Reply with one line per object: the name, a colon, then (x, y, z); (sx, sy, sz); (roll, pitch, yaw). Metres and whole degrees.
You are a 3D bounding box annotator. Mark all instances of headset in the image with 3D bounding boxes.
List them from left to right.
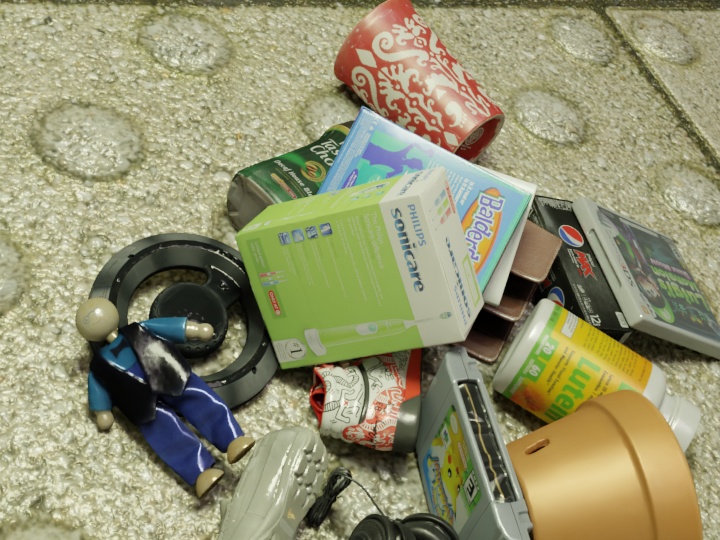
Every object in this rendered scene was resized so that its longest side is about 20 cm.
headset: (0.026, 0.251, 0.909); (0.123, 0.094, 0.200); (15, 28, -51)

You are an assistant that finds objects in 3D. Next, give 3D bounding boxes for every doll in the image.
doll: (-0.181, 0.101, 0.960); (0.137, 0.048, 0.200); (-45, 83, 0)

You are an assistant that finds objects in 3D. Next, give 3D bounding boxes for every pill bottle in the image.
pill bottle: (0.248, 0.127, 1.117); (0.199, 0.112, 0.111); (32, 45, 5)

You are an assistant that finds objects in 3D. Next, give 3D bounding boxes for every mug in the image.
mug: (0.093, -0.235, 1.359); (0.177, 0.134, 0.200); (-29, 70, -37)

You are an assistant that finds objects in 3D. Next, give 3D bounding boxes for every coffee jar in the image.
coffee jar: (-0.048, -0.095, 1.202); (0.104, 0.086, 0.199); (43, 47, 16)

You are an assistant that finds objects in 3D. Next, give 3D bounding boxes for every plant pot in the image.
plant pot: (0.200, 0.219, 0.973); (0.138, 0.201, 0.202); (-8, 53, -10)

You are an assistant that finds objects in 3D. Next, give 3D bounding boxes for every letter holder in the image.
letter holder: (0.100, -0.012, 1.184); (0.198, 0.101, 0.143); (31, 47, 5)

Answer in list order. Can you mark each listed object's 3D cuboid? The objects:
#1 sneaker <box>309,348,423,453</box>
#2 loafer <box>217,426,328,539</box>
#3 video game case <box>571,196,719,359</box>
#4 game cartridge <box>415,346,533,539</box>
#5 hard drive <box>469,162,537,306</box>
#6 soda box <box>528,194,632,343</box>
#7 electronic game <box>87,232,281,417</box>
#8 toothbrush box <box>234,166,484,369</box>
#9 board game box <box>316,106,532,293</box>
sneaker: (0.007, 0.092, 1.073); (0.106, 0.068, 0.203); (9, 40, -3)
loafer: (-0.093, 0.224, 0.924); (0.069, 0.070, 0.201); (-2, 44, 33)
video game case: (0.351, 0.010, 1.280); (0.198, 0.023, 0.183); (18, 42, -40)
game cartridge: (0.096, 0.190, 0.980); (0.040, 0.134, 0.202); (-3, 50, -16)
hard drive: (0.072, -0.057, 1.130); (0.197, 0.026, 0.134); (19, 86, 7)
soda box: (0.241, 0.010, 1.244); (0.062, 0.071, 0.202); (6, 48, -24)
electronic game: (-0.169, 0.050, 1.050); (0.197, 0.042, 0.202); (11, 56, -17)
toothbrush box: (0.000, 0.000, 1.023); (0.086, 0.198, 0.147); (-48, 123, -58)
board game box: (0.054, -0.053, 1.095); (0.198, 0.045, 0.153); (29, 87, 8)
